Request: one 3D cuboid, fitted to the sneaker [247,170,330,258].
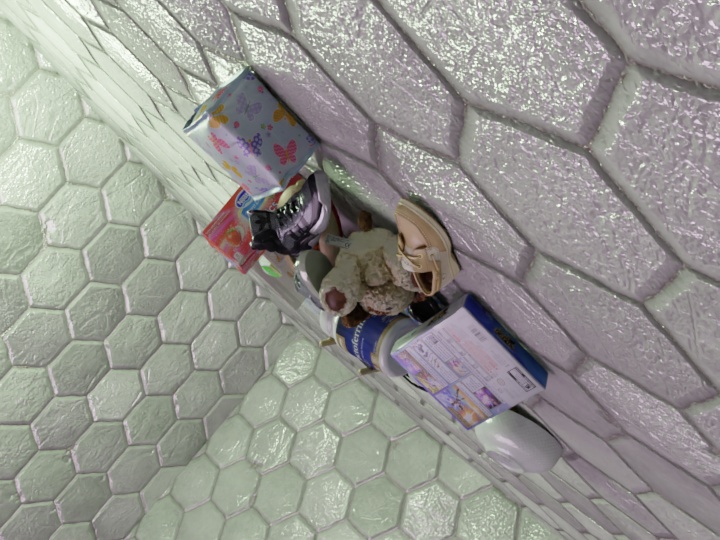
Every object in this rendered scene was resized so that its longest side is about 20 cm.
[{"bbox_3d":[-0.118,-0.085,1.390,0.201,0.112,0.077,118,146,-53],"label":"sneaker"}]

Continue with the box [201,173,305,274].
[{"bbox_3d":[-0.192,-0.105,1.623,0.094,0.201,0.103,38,171,7],"label":"box"}]

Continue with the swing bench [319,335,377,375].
[{"bbox_3d":[0.045,0.154,1.965,0.197,0.132,0.198,12,-173,-34],"label":"swing bench"}]

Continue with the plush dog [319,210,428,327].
[{"bbox_3d":[0.031,0.012,1.441,0.173,0.197,0.162,69,-174,-50],"label":"plush dog"}]

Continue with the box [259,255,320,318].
[{"bbox_3d":[-0.106,0.013,1.849,0.199,0.097,0.176,41,170,-13],"label":"box"}]

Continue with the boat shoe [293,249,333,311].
[{"bbox_3d":[-0.075,0.026,1.460,0.070,0.071,0.201,-2,157,21],"label":"boat shoe"}]

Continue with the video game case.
[{"bbox_3d":[0.179,0.155,1.444,0.200,0.046,0.181,44,128,-12],"label":"video game case"}]

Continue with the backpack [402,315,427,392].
[{"bbox_3d":[0.150,0.179,1.725,0.199,0.128,0.167,33,179,36],"label":"backpack"}]

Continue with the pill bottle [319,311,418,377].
[{"bbox_3d":[0.018,0.115,1.661,0.199,0.116,0.116,25,162,43],"label":"pill bottle"}]

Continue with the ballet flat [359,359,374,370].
[{"bbox_3d":[0.033,0.113,1.771,0.068,0.203,0.068,29,-151,21],"label":"ballet flat"}]

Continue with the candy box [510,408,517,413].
[{"bbox_3d":[0.284,0.275,1.893,0.102,0.027,0.200,26,161,46],"label":"candy box"}]

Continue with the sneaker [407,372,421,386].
[{"bbox_3d":[0.187,0.153,1.534,0.076,0.196,0.115,-98,15,-55],"label":"sneaker"}]

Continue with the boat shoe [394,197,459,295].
[{"bbox_3d":[0.088,-0.026,1.254,0.073,0.069,0.201,34,167,37],"label":"boat shoe"}]

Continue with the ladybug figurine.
[{"bbox_3d":[-0.083,-0.068,1.546,0.134,0.072,0.203,16,125,34],"label":"ladybug figurine"}]

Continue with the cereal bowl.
[{"bbox_3d":[0.330,0.378,1.882,0.198,0.084,0.201,30,162,11],"label":"cereal bowl"}]

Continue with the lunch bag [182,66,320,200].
[{"bbox_3d":[-0.179,-0.209,1.364,0.170,0.128,0.199,44,159,-16],"label":"lunch bag"}]

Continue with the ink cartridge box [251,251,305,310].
[{"bbox_3d":[-0.144,-0.054,1.722,0.200,0.177,0.045,44,170,-13],"label":"ink cartridge box"}]

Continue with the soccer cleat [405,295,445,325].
[{"bbox_3d":[0.142,0.091,1.591,0.200,0.070,0.087,49,-174,-30],"label":"soccer cleat"}]
